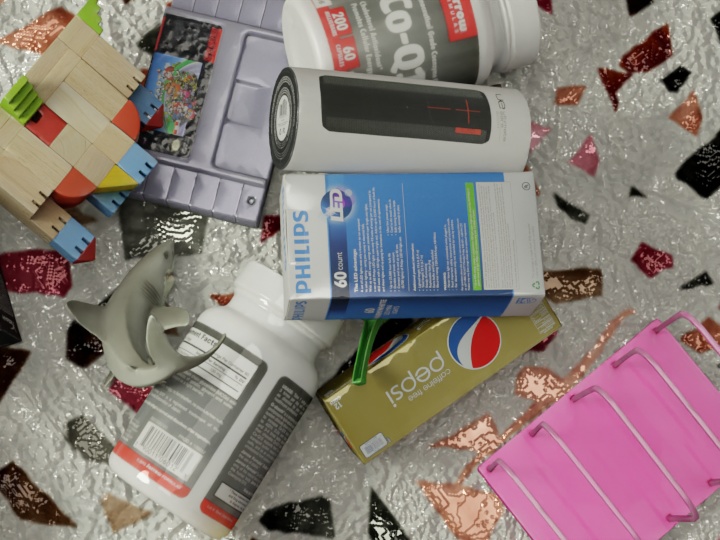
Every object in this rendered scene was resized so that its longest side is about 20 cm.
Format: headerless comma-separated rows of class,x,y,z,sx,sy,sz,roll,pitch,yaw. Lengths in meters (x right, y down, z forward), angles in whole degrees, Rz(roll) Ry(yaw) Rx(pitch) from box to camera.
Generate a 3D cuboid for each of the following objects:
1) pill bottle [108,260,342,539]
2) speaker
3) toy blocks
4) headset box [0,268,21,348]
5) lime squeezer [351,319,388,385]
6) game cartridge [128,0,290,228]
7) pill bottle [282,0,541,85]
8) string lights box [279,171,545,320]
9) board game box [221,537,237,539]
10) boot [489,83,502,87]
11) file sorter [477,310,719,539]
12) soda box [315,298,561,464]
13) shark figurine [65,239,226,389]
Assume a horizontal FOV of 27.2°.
pill bottle,-0.104,0.102,1.198,0.115,0.116,0.201,32,80,6
speaker,0.032,-0.112,1.171,0.197,0.081,0.082,3,78,-20
toy blocks,-0.230,-0.103,1.220,0.136,0.100,0.201,40,70,-12
headset box,-0.386,-0.016,1.244,0.147,0.077,0.202,-17,81,-3
lime squeezer,0.000,0.000,1.215,0.037,0.070,0.203,-17,70,37
game cartridge,-0.125,-0.148,1.291,0.128,0.038,0.203,14,79,-1
pill bottle,0.043,-0.197,1.247,0.198,0.114,0.115,-16,79,-13
string lights box,0.038,-0.019,1.157,0.197,0.059,0.104,-1,72,-7
board game box,-0.107,0.272,1.121,0.034,0.200,0.136,23,79,5
boot,0.051,-0.082,1.265,0.199,0.074,0.076,-38,95,0
file sorter,0.215,0.145,1.181,0.199,0.125,0.139,-38,81,-7
soda box,0.063,0.073,1.220,0.199,0.068,0.064,-34,96,-6
shark figurine,-0.190,0.049,1.178,0.089,0.215,0.129,35,98,-24
